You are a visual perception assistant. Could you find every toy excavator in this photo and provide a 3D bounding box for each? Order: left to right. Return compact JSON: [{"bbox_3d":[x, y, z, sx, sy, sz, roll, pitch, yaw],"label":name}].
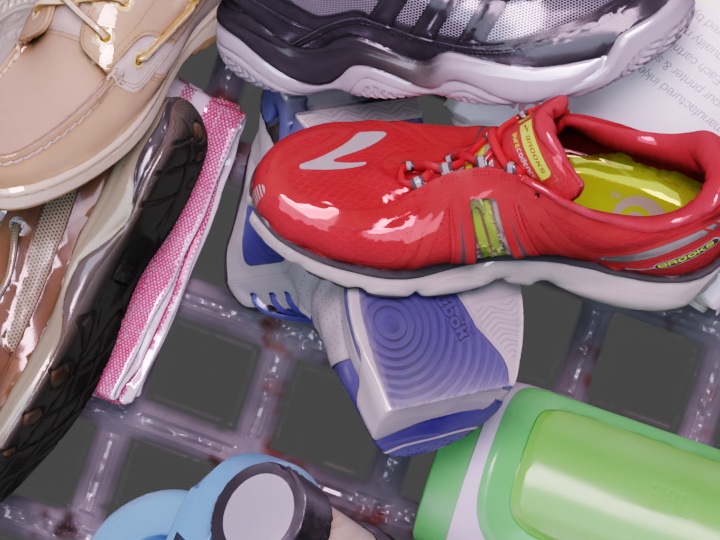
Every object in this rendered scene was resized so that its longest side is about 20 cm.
[{"bbox_3d":[-0.101,0.162,1.292,0.199,0.100,0.195,17,78,39],"label":"toy excavator"}]

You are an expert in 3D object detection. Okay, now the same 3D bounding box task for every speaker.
[{"bbox_3d":[0.127,0.112,1.261,0.199,0.088,0.089,19,96,6],"label":"speaker"}]

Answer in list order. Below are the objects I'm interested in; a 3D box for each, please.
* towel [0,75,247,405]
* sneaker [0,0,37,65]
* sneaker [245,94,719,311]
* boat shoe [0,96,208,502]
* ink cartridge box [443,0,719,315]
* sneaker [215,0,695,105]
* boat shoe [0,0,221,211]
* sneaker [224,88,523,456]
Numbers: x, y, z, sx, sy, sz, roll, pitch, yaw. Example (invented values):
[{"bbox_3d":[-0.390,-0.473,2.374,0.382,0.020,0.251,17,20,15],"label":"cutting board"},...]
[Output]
[{"bbox_3d":[-0.164,-0.042,1.318,0.199,0.030,0.147,23,95,6],"label":"towel"},{"bbox_3d":[-0.174,-0.126,1.279,0.084,0.075,0.200,28,61,37],"label":"sneaker"},{"bbox_3d":[0.055,-0.039,1.161,0.198,0.085,0.077,2,59,-5],"label":"sneaker"},{"bbox_3d":[-0.140,0.007,1.272,0.074,0.076,0.201,27,85,12],"label":"boat shoe"},{"bbox_3d":[0.151,-0.103,1.244,0.145,0.087,0.200,37,96,5],"label":"ink cartridge box"},{"bbox_3d":[0.028,-0.130,1.164,0.199,0.076,0.114,0,127,19],"label":"sneaker"},{"bbox_3d":[-0.105,-0.107,1.235,0.073,0.069,0.200,20,52,28],"label":"boat shoe"},{"bbox_3d":[0.000,-0.001,1.250,0.080,0.115,0.200,-6,57,-23],"label":"sneaker"}]
